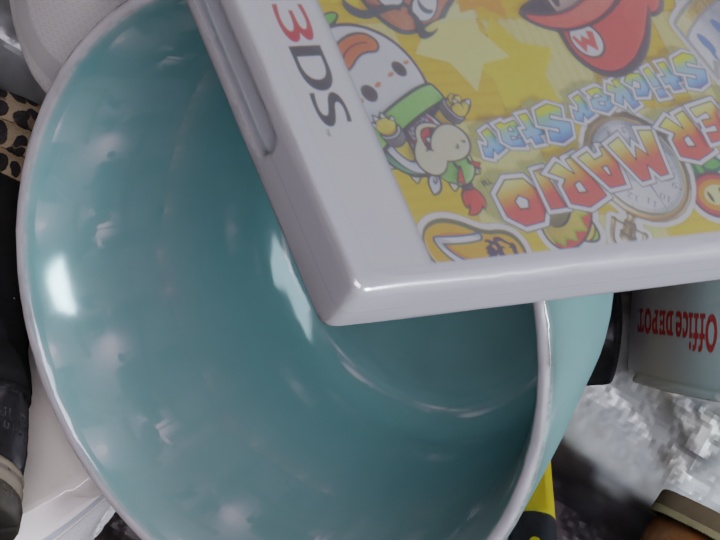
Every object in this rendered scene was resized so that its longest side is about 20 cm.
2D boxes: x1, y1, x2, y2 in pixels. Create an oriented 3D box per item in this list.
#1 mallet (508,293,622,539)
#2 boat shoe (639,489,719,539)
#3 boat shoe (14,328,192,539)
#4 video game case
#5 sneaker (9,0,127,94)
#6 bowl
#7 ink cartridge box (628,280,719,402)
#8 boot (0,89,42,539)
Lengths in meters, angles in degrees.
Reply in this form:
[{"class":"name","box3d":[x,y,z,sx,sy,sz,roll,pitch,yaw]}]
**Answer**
[{"class":"mallet","box3d":[0.066,0.077,0.883,0.065,0.041,0.201,-2,48,-6]},{"class":"boat shoe","box3d":[0.168,0.157,0.928,0.200,0.072,0.068,38,87,-3]},{"class":"boat shoe","box3d":[-0.127,0.094,0.911,0.072,0.069,0.200,34,78,31]},{"class":"video game case","box3d":[0.039,-0.076,0.753,0.199,0.023,0.183,-6,63,-38]},{"class":"sneaker","box3d":[-0.066,-0.131,0.810,0.074,0.087,0.201,19,117,-2]},{"class":"bowl","box3d":[0.000,0.000,0.839,0.200,0.105,0.202,11,109,33]},{"class":"ink cartridge box","box3d":[0.147,-0.058,0.889,0.083,0.145,0.202,3,90,-6]},{"class":"boot","box3d":[-0.194,0.006,0.887,0.198,0.073,0.152,7,65,9]}]
